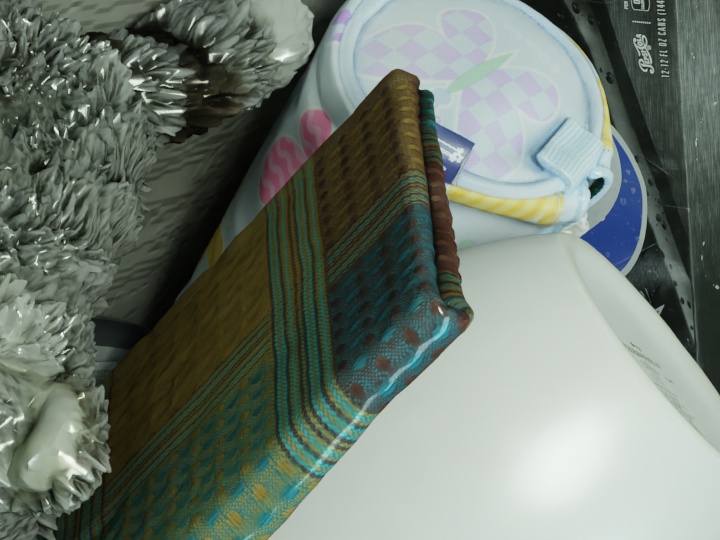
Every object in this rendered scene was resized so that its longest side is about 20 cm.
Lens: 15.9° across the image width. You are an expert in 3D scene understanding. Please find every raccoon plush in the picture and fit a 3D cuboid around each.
[{"bbox_3d":[-0.060,-0.006,0.624,0.200,0.134,0.097,-29,154,-25],"label":"raccoon plush"}]

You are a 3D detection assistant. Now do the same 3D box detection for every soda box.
[{"bbox_3d":[0.096,-0.032,0.777,0.071,0.063,0.200,-21,114,-38],"label":"soda box"}]

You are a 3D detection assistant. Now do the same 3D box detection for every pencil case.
[{"bbox_3d":[0.000,0.000,0.775,0.200,0.091,0.083,-56,-172,47],"label":"pencil case"}]

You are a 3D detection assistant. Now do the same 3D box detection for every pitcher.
[{"bbox_3d":[0.014,0.088,0.712,0.200,0.121,0.172,-39,151,14],"label":"pitcher"}]

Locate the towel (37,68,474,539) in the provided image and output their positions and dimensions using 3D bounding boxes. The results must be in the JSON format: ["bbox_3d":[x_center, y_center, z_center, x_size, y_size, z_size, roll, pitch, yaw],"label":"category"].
[{"bbox_3d":[-0.047,0.050,0.611,0.200,0.022,0.147,-46,-162,17],"label":"towel"}]

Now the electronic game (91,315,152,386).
[{"bbox_3d":[-0.131,0.072,0.745,0.200,0.042,0.200,-17,153,-9],"label":"electronic game"}]
